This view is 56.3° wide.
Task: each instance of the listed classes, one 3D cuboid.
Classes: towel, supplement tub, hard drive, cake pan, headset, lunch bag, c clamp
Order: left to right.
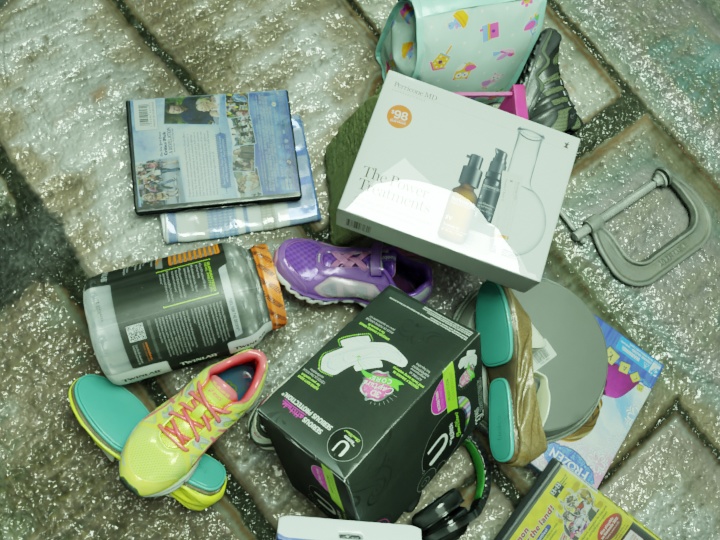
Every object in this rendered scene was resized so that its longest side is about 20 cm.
[{"bbox_3d":[-0.187,0.042,0.741,0.198,0.123,0.124,-15,79,-11],"label":"supplement tub"},{"bbox_3d":[-0.157,-0.116,0.836,0.198,0.024,0.148,-9,78,-10],"label":"towel"},{"bbox_3d":[-0.024,0.308,0.668,0.130,0.201,0.026,7,42,-6],"label":"hard drive"},{"bbox_3d":[0.007,-0.112,0.769,0.036,0.200,0.150,2,76,-24],"label":"towel"},{"bbox_3d":[0.064,0.262,0.762,0.123,0.094,0.200,38,59,7],"label":"headset"},{"bbox_3d":[0.119,-0.284,0.824,0.169,0.200,0.123,-12,78,-10],"label":"lunch bag"},{"bbox_3d":[0.200,0.098,0.783,0.198,0.037,0.203,2,76,-7],"label":"cake pan"},{"bbox_3d":[0.369,-0.073,0.897,0.199,0.027,0.172,-26,81,-13],"label":"c clamp"}]

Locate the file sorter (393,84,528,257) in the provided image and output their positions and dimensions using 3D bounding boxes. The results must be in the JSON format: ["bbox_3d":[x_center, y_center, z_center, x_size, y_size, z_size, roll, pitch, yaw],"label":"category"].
[{"bbox_3d":[0.104,-0.102,0.778,0.124,0.200,0.141,-1,76,-7],"label":"file sorter"}]

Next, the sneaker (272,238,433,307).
[{"bbox_3d":[0.000,0.000,0.775,0.198,0.089,0.081,17,58,-15],"label":"sneaker"}]

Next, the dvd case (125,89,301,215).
[{"bbox_3d":[-0.177,-0.145,0.818,0.198,0.018,0.144,-7,78,-11],"label":"dvd case"}]

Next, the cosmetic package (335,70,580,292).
[{"bbox_3d":[0.093,-0.086,0.647,0.198,0.052,0.152,19,74,1],"label":"cosmetic package"}]

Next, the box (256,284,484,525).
[{"bbox_3d":[0.020,0.147,0.690,0.124,0.149,0.200,28,56,35],"label":"box"}]

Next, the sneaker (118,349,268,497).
[{"bbox_3d":[-0.168,0.145,0.697,0.078,0.090,0.200,41,46,3],"label":"sneaker"}]

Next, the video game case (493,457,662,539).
[{"bbox_3d":[0.232,0.346,0.754,0.180,0.026,0.201,37,89,2],"label":"video game case"}]

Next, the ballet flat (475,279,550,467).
[{"bbox_3d":[0.171,0.107,0.730,0.072,0.068,0.202,2,74,-27],"label":"ballet flat"}]

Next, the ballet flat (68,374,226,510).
[{"bbox_3d":[-0.236,0.194,0.727,0.199,0.067,0.067,36,38,-1],"label":"ballet flat"}]

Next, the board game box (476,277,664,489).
[{"bbox_3d":[0.236,0.139,0.818,0.199,0.041,0.200,35,75,2],"label":"board game box"}]

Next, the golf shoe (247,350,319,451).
[{"bbox_3d":[-0.038,0.130,0.757,0.200,0.092,0.073,-40,84,-18],"label":"golf shoe"}]

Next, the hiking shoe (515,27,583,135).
[{"bbox_3d":[0.248,-0.220,0.901,0.100,0.076,0.202,17,83,-12],"label":"hiking shoe"}]
